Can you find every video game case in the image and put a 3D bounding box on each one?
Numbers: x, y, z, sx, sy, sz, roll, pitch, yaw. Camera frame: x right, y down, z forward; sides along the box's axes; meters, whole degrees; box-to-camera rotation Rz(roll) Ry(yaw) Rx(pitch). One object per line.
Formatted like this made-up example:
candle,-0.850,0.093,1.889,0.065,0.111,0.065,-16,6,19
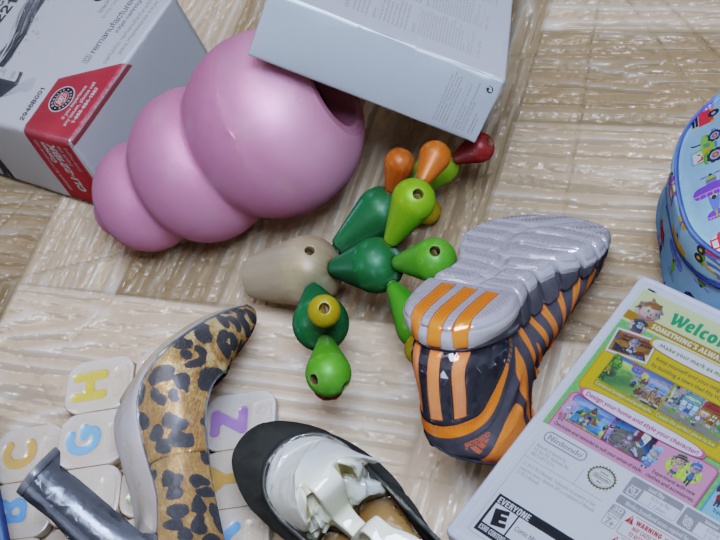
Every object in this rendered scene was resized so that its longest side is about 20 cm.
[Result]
video game case,0.171,0.111,0.671,0.200,0.022,0.182,28,70,37

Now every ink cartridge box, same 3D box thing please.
ink cartridge box,-0.236,-0.146,1.031,0.199,0.084,0.145,16,64,30

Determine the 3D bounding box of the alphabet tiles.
alphabet tiles,-0.146,0.137,0.836,0.195,0.015,0.201,-10,53,15

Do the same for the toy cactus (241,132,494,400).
toy cactus,0.000,0.000,0.846,0.165,0.102,0.201,-5,54,41

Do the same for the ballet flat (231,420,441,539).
ballet flat,0.003,0.134,0.728,0.200,0.069,0.068,36,69,27

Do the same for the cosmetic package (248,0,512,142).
cosmetic package,0.021,-0.175,0.887,0.150,0.052,0.200,22,34,-6

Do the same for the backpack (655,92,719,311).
backpack,0.256,-0.049,0.740,0.199,0.135,0.183,-11,52,17

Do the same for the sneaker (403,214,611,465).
sneaker,0.083,0.042,0.779,0.077,0.113,0.200,13,27,32

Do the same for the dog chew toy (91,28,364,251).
dog chew toy,-0.097,-0.076,0.906,0.199,0.124,0.125,-26,48,25

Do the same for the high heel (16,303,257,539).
high heel,-0.087,0.115,0.806,0.142,0.071,0.200,41,51,3

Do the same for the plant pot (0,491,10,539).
plant pot,-0.321,0.138,0.791,0.200,0.180,0.200,-31,51,5
